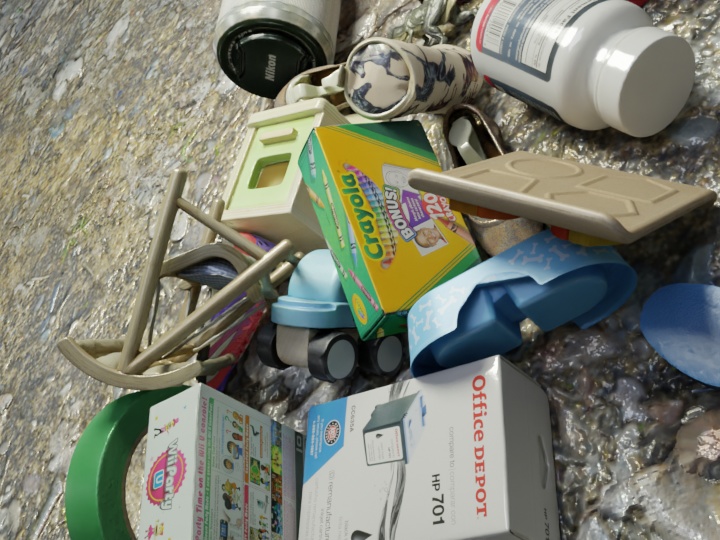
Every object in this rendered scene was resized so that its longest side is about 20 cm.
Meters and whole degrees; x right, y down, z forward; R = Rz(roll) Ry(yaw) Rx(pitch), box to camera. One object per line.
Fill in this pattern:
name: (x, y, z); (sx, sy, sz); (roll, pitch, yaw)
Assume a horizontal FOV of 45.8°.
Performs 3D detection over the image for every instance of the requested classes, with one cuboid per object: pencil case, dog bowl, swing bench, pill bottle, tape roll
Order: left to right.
tape roll: (-0.181, 0.211, 0.808); (0.048, 0.200, 0.201); (-15, 54, 35)
swing bench: (-0.162, 0.030, 0.838); (0.200, 0.130, 0.199); (-57, -2, -2)
pencil case: (0.054, -0.199, 0.888); (0.089, 0.200, 0.078); (4, 103, 27)
dog bowl: (0.126, 0.029, 0.709); (0.200, 0.111, 0.050); (-29, 56, 18)
pill bottle: (0.206, -0.200, 0.801); (0.120, 0.120, 0.200); (-50, 42, 3)

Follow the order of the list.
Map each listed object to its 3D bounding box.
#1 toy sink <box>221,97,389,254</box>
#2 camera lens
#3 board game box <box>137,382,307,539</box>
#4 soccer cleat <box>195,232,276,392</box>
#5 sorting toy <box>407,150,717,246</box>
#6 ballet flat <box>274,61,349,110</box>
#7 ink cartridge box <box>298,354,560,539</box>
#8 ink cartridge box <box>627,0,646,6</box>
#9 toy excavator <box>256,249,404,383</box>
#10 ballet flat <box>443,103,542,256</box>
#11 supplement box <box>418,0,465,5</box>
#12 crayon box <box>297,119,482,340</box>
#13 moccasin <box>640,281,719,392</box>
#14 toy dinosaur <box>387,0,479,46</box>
toy sink: (-0.068, -0.125, 1.004); (0.130, 0.112, 0.201); (-2, 62, 41)
camera lens: (-0.108, -0.347, 1.156); (0.160, 0.160, 0.201); (-18, 52, 33)
board game box: (-0.091, 0.205, 0.731); (0.064, 0.200, 0.148); (-26, 47, 26)
soccer cleat: (-0.143, 0.057, 0.973); (0.068, 0.073, 0.201); (-153, 73, -81)
sorting toy: (0.164, -0.058, 0.688); (0.185, 0.200, 0.037); (19, 112, 37)
ballet flat: (-0.042, -0.229, 1.065); (0.199, 0.067, 0.068); (-14, 91, 31)
ink cartridge box: (0.052, 0.171, 0.712); (0.200, 0.086, 0.147); (-22, 50, 32)
ink cartridge box: (0.237, -0.392, 0.843); (0.145, 0.200, 0.145); (-46, 42, 8)
toy excavator: (0.000, 0.000, 0.853); (0.100, 0.194, 0.201); (8, 96, 45)
ballet flat: (0.119, -0.091, 0.832); (0.068, 0.067, 0.200); (-32, 46, 17)
supplement box: (0.088, -0.432, 1.074); (0.085, 0.110, 0.200); (-26, 48, 27)
crayon box: (0.030, -0.043, 0.799); (0.058, 0.118, 0.201); (-54, 51, 54)
moccasin: (0.286, 0.069, 0.586); (0.200, 0.068, 0.081); (30, 92, 50)
toy dinosaur: (0.102, -0.298, 1.005); (0.200, 0.047, 0.088); (-38, 61, 30)
